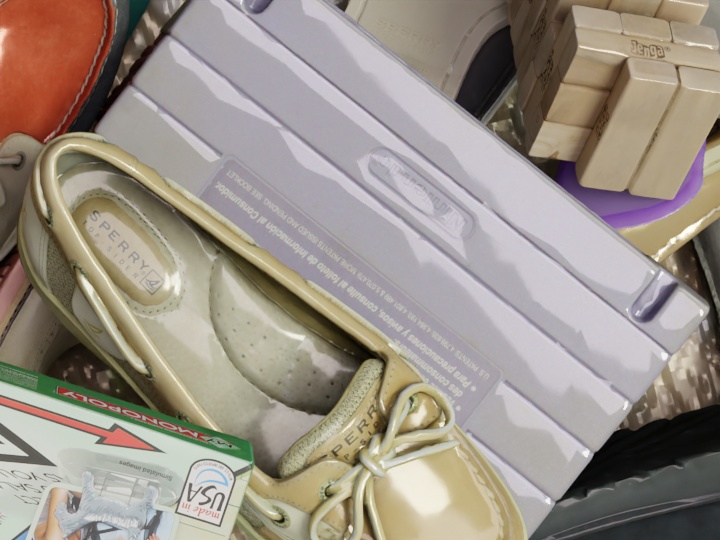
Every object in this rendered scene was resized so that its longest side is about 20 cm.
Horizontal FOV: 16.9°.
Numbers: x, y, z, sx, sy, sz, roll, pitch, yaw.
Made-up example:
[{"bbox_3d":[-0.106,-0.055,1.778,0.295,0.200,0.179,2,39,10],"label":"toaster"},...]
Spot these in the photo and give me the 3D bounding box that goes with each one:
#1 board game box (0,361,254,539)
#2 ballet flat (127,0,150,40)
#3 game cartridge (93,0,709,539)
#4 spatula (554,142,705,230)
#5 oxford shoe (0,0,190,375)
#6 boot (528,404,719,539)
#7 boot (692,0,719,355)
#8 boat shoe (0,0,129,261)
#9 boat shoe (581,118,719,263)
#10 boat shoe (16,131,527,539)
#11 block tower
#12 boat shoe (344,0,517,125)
[{"bbox_3d":[-0.146,0.085,0.715,0.199,0.029,0.135,18,98,-8],"label":"board game box"},{"bbox_3d":[-0.092,-0.134,0.894,0.069,0.069,0.200,38,77,-3],"label":"ballet flat"},{"bbox_3d":[0.000,0.000,0.815,0.200,0.038,0.130,39,100,0],"label":"game cartridge"},{"bbox_3d":[0.099,-0.089,0.889,0.056,0.021,0.201,-10,51,20],"label":"spatula"},{"bbox_3d":[-0.084,-0.005,0.873,0.074,0.071,0.201,36,82,-11],"label":"oxford shoe"},{"bbox_3d":[0.109,0.144,0.877,0.199,0.076,0.169,-16,101,11],"label":"boot"},{"bbox_3d":[0.201,-0.022,0.925,0.180,0.073,0.201,-3,78,-9],"label":"boot"},{"bbox_3d":[-0.144,-0.029,0.826,0.071,0.063,0.200,34,108,-23],"label":"boat shoe"},{"bbox_3d":[0.064,0.017,0.890,0.199,0.074,0.067,-32,100,6],"label":"boat shoe"},{"bbox_3d":[-0.027,0.034,0.764,0.201,0.063,0.073,45,76,2],"label":"boat shoe"},{"bbox_3d":[0.082,-0.121,0.857,0.054,0.058,0.201,8,48,-15],"label":"block tower"},{"bbox_3d":[0.027,-0.085,0.903,0.072,0.063,0.200,29,60,8],"label":"boat shoe"}]
